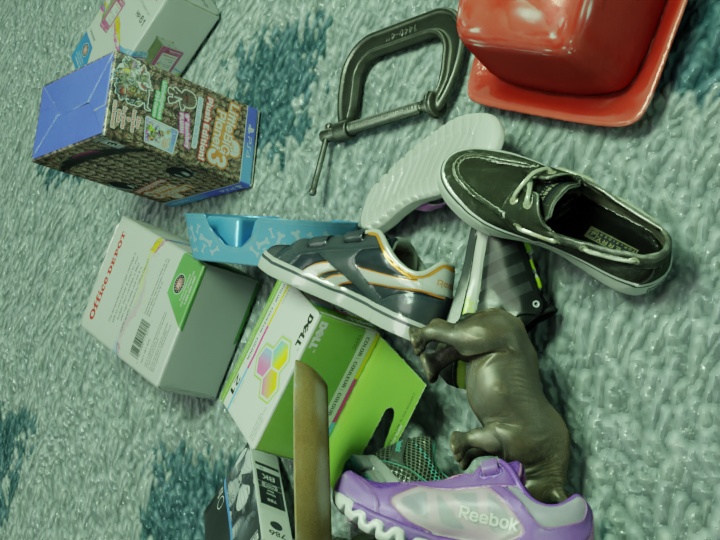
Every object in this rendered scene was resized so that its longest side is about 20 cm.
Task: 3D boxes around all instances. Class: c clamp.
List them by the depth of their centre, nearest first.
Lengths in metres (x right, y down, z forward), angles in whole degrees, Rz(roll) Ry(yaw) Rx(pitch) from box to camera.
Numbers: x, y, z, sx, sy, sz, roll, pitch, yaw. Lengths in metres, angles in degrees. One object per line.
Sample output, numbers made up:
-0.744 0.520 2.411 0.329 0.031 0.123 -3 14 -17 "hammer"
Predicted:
0.029 -0.175 1.015 0.200 0.027 0.171 -16 61 43 "c clamp"

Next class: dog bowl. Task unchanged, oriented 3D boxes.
-0.094 -0.030 1.022 0.200 0.111 0.050 5 94 38 "dog bowl"

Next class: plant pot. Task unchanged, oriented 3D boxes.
-0.036 0.170 0.787 0.200 0.027 0.201 178 90 -89 "plant pot"

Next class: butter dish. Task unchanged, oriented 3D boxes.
0.152 -0.237 0.816 0.200 0.148 0.200 22 92 47 "butter dish"

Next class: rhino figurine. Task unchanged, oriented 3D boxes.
0.111 0.122 0.762 0.087 0.060 0.200 -21 83 5 "rhino figurine"

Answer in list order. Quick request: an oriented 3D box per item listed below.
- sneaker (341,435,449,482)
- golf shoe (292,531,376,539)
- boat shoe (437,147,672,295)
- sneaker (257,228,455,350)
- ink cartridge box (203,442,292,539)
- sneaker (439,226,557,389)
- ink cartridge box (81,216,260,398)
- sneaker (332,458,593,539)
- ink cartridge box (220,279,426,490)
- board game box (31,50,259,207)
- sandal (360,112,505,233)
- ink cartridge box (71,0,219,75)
0.074 0.213 0.799 0.200 0.091 0.078 53 147 17 "sneaker"
-0.033 0.260 0.895 0.200 0.078 0.097 -43 44 26 "golf shoe"
0.146 -0.052 0.768 0.200 0.064 0.071 27 74 22 "boat shoe"
0.000 0.000 0.884 0.200 0.078 0.080 22 91 33 "sneaker"
-0.106 0.256 0.942 0.100 0.039 0.200 -57 22 14 "ink cartridge box"
0.127 0.013 0.834 0.083 0.072 0.201 15 85 18 "sneaker"
-0.223 0.039 1.153 0.200 0.084 0.145 26 95 47 "ink cartridge box"
0.078 0.171 0.711 0.200 0.080 0.089 14 77 23 "sneaker"
-0.040 0.110 0.920 0.148 0.076 0.200 -63 31 10 "ink cartridge box"
-0.246 -0.155 1.156 0.159 0.200 0.097 -9 71 44 "board game box"
0.073 -0.085 0.923 0.202 0.050 0.083 -25 44 53 "sandal"
-0.291 -0.313 1.341 0.200 0.085 0.145 -49 47 21 "ink cartridge box"
